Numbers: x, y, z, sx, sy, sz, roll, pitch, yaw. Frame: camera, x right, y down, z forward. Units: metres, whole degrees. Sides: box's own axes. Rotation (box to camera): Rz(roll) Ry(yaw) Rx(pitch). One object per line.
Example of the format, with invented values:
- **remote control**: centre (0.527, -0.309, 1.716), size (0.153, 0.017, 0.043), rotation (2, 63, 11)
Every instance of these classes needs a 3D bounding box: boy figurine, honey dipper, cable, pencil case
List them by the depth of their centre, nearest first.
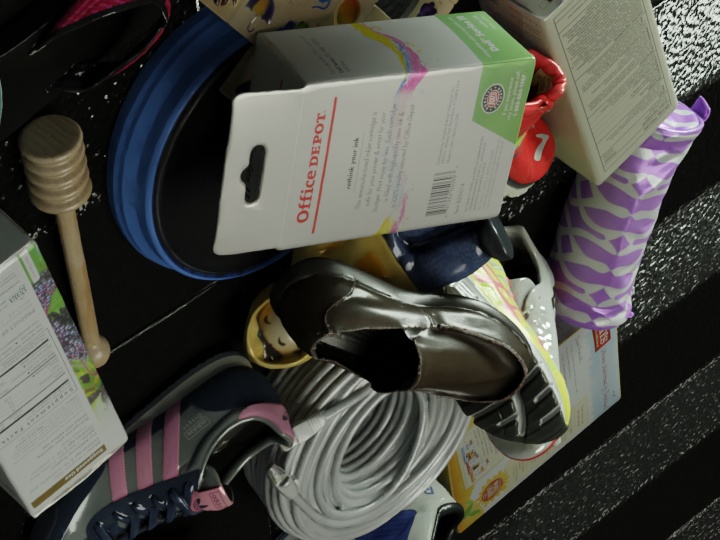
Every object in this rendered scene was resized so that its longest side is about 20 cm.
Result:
- **honey dipper**: centre (-0.174, -0.009, 1.161), size (0.038, 0.038, 0.201), rotation (-32, 146, -25)
- **boy figurine**: centre (0.000, 0.000, 1.310), size (0.199, 0.125, 0.064), rotation (-27, -168, 10)
- **cable**: centre (0.002, 0.113, 1.448), size (0.200, 0.069, 0.201), rotation (-40, 145, -19)
- **pencil case**: centre (0.205, -0.046, 1.521), size (0.085, 0.084, 0.201), rotation (7, 123, -15)

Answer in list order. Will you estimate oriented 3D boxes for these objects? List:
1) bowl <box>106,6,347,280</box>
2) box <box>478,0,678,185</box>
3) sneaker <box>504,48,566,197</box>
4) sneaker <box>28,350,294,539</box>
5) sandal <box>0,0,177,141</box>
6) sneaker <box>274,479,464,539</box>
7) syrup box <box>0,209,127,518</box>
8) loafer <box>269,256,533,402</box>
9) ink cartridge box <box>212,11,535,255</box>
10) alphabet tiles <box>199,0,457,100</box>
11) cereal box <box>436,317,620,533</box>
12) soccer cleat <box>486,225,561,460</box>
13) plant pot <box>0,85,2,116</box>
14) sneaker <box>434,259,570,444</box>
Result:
- **bowl**: centre (-0.067, -0.082, 1.210), size (0.200, 0.039, 0.202), rotation (-31, 142, -28)
- **box**: centre (0.153, -0.161, 1.360), size (0.095, 0.078, 0.200), rotation (-44, 146, -12)
- **sneaker**: centre (0.104, -0.108, 1.304), size (0.084, 0.078, 0.200), rotation (-25, 161, 17)
- **sneaker**: centre (-0.133, 0.144, 1.303), size (0.200, 0.082, 0.070), rotation (-43, 147, -7)
- **sandal**: centre (-0.148, -0.130, 1.064), size (0.200, 0.045, 0.075), rotation (-44, 145, -11)
- **sneaker**: centre (0.009, 0.233, 1.525), size (0.199, 0.115, 0.081), rotation (-43, 145, -12)
- **syrup box**: centre (-0.211, 0.048, 1.126), size (0.081, 0.079, 0.201), rotation (-39, 144, -17)
- **loafer**: centre (0.030, 0.056, 1.265), size (0.199, 0.072, 0.073), rotation (16, 129, -28)
- **ink cartridge box**: centre (-0.005, -0.083, 1.153), size (0.198, 0.067, 0.118), rotation (-9, 129, -28)
- **alphabet tiles**: centre (-0.017, -0.161, 1.155), size (0.168, 0.008, 0.200), rotation (-53, 146, 2)
- **cereal box**: centre (0.138, 0.116, 1.636), size (0.199, 0.039, 0.145), rotation (-37, 144, -21)
- **soccer cleat**: centre (0.117, 0.053, 1.453), size (0.068, 0.201, 0.086), rotation (-8, 134, 15)
- **plant pot**: centre (-0.250, -0.092, 0.900), size (0.199, 0.134, 0.201), rotation (-31, 142, -28)
- **sneaker**: centre (0.089, 0.032, 1.382), size (0.078, 0.201, 0.090), rotation (-37, -179, 35)
